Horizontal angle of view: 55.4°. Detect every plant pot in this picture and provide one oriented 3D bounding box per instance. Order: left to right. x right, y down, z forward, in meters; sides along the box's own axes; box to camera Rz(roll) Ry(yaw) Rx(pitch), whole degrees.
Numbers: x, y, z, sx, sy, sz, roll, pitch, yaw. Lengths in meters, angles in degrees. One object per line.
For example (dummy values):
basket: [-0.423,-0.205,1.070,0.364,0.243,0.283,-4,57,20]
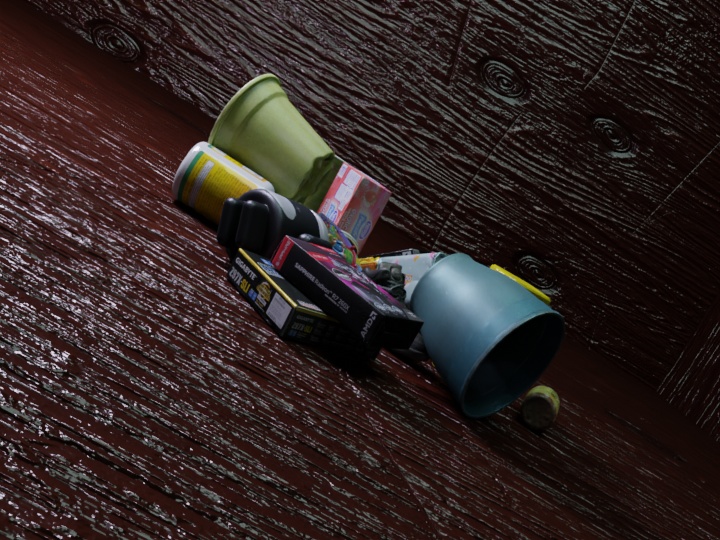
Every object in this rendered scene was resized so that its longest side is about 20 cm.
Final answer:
plant pot: [-0.153,-0.221,1.275,0.183,0.202,0.200,41,10,7]
plant pot: [0.177,0.084,1.051,0.198,0.202,0.189,20,22,-49]

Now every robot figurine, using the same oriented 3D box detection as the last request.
robot figurine: [-0.133,-0.050,1.067,0.198,0.125,0.152,18,33,-56]

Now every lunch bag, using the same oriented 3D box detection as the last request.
lunch bag: [0.140,0.054,1.316,0.198,0.125,0.168,31,-22,-36]

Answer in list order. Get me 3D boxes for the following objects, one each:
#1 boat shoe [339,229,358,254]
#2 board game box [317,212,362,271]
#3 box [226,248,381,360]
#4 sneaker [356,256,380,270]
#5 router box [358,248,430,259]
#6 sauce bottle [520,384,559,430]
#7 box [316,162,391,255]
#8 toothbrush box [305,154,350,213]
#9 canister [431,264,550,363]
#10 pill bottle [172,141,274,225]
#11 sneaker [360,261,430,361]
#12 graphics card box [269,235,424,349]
boat shoe: [-0.077,-0.056,1.359,0.073,0.064,0.198,-9,-23,36]
board game box: [-0.049,-0.039,1.258,0.160,0.039,0.199,57,29,3]
box: [-0.073,0.050,0.967,0.198,0.050,0.159,22,11,-47]
sneaker: [0.000,0.000,1.378,0.195,0.079,0.073,16,15,-25]
router box: [0.071,-0.010,1.522,0.145,0.053,0.199,-9,-3,17]
sauce bottle: [0.332,0.243,1.254,0.065,0.067,0.199,33,11,16]
box: [-0.030,-0.119,1.527,0.093,0.204,0.102,23,10,-37]
toothbrush box: [-0.137,-0.193,1.564,0.144,0.204,0.086,21,11,-46]
canister: [0.231,0.107,1.198,0.146,0.203,0.086,23,11,-40]
pill bottle: [-0.219,-0.126,1.201,0.197,0.115,0.113,31,9,0]
sneaker: [0.057,0.061,1.146,0.199,0.116,0.075,40,15,36]
graphics card box: [-0.018,0.031,0.942,0.199,0.052,0.124,39,11,30]
